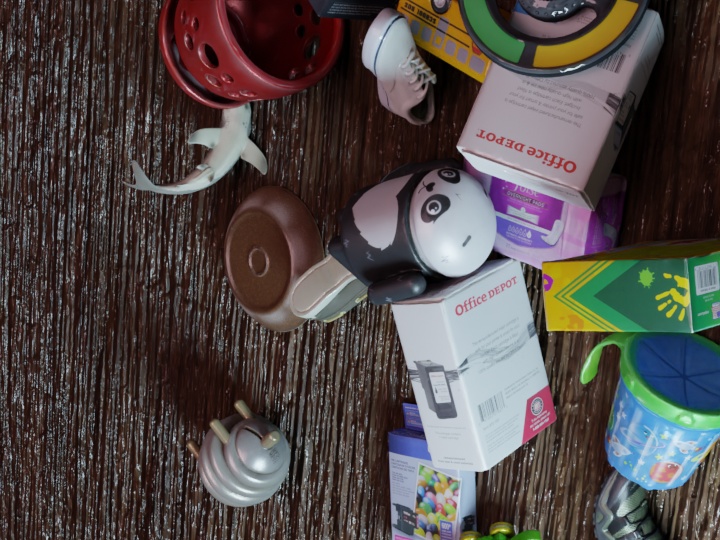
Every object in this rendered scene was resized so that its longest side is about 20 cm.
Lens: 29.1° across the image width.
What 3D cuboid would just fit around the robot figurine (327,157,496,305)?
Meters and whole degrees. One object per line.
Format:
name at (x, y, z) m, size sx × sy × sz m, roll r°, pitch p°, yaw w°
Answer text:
robot figurine at (0.056, -0.045, 1.546) m, size 0.199 × 0.124 × 0.152 m, roll -11°, pitch 89°, yaw 42°

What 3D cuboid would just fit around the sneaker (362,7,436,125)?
sneaker at (0.055, -0.235, 1.611) m, size 0.070 × 0.200 × 0.073 m, roll 31°, pitch 80°, yaw 19°

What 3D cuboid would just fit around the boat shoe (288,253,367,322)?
boat shoe at (-0.001, -0.002, 1.758) m, size 0.201 × 0.060 × 0.073 m, roll -37°, pitch 55°, yaw 22°

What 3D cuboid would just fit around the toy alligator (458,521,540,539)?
toy alligator at (0.133, 0.353, 1.663) m, size 0.198 × 0.054 × 0.060 m, roll -22°, pitch 41°, yaw 21°

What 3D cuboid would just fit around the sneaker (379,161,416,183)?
sneaker at (0.092, -0.040, 1.654) m, size 0.082 × 0.073 × 0.201 m, roll -40°, pitch 81°, yaw 3°

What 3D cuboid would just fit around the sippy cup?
sippy cup at (0.315, 0.150, 1.431) m, size 0.179 × 0.138 × 0.131 m, roll -111°, pitch 29°, yaw -48°

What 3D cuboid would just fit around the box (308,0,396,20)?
box at (-0.005, -0.441, 1.661) m, size 0.197 × 0.123 × 0.201 m, roll -47°, pitch 64°, yaw 36°

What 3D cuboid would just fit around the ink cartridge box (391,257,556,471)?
ink cartridge box at (0.130, 0.102, 1.561) m, size 0.083 × 0.145 × 0.202 m, roll -3°, pitch 106°, yaw 46°

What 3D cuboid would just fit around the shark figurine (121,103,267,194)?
shark figurine at (-0.218, -0.151, 1.931) m, size 0.129 × 0.214 × 0.089 m, roll 51°, pitch 176°, yaw -10°

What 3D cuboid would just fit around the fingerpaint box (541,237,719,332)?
fingerpaint box at (0.303, 0.014, 1.364) m, size 0.166 × 0.199 × 0.074 m, roll -1°, pitch 96°, yaw 44°

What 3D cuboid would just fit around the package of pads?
package of pads at (0.196, -0.072, 1.545) m, size 0.199 × 0.075 × 0.122 m, roll 23°, pitch 115°, yaw 41°

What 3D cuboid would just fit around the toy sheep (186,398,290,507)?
toy sheep at (-0.161, 0.257, 1.912) m, size 0.200 × 0.137 × 0.139 m, roll -43°, pitch 65°, yaw 57°

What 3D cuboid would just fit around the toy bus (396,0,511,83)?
toy bus at (0.130, -0.271, 1.588) m, size 0.199 × 0.065 × 0.079 m, roll 37°, pitch 120°, yaw 35°

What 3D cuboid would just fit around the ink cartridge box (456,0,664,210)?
ink cartridge box at (0.208, -0.184, 1.433) m, size 0.145 × 0.086 × 0.202 m, roll 22°, pitch 86°, yaw 22°

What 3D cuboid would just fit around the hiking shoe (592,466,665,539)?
hiking shoe at (0.308, 0.296, 1.501) m, size 0.100 × 0.075 × 0.203 m, roll 14°, pitch 115°, yaw 34°

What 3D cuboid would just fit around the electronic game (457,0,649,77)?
electronic game at (0.194, -0.290, 1.397) m, size 0.197 × 0.042 × 0.203 m, roll -5°, pitch 74°, yaw 17°

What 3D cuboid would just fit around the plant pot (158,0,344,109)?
plant pot at (-0.148, -0.312, 1.770) m, size 0.181 × 0.199 × 0.203 m, roll -7°, pitch 91°, yaw 50°

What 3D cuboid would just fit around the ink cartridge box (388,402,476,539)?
ink cartridge box at (0.089, 0.272, 1.729) m, size 0.118 × 0.042 × 0.203 m, roll 5°, pitch 98°, yaw 44°

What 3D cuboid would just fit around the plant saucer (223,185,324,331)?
plant saucer at (-0.129, -0.014, 1.906) m, size 0.199 × 0.036 × 0.203 m, roll 9°, pitch 103°, yaw 44°
